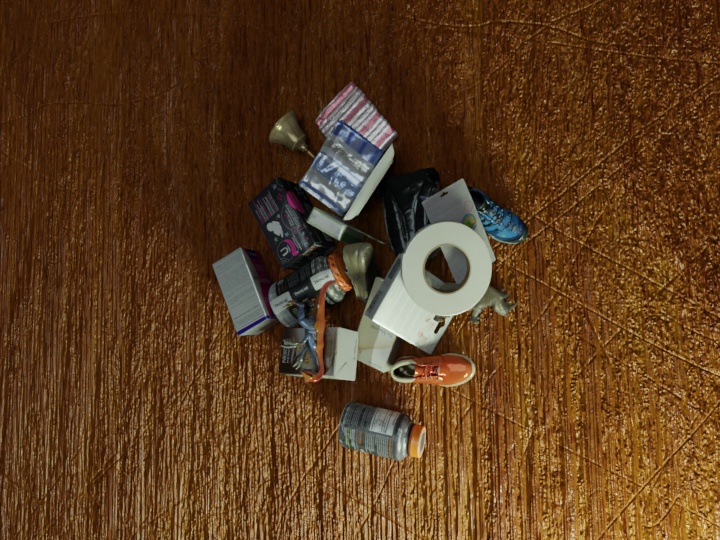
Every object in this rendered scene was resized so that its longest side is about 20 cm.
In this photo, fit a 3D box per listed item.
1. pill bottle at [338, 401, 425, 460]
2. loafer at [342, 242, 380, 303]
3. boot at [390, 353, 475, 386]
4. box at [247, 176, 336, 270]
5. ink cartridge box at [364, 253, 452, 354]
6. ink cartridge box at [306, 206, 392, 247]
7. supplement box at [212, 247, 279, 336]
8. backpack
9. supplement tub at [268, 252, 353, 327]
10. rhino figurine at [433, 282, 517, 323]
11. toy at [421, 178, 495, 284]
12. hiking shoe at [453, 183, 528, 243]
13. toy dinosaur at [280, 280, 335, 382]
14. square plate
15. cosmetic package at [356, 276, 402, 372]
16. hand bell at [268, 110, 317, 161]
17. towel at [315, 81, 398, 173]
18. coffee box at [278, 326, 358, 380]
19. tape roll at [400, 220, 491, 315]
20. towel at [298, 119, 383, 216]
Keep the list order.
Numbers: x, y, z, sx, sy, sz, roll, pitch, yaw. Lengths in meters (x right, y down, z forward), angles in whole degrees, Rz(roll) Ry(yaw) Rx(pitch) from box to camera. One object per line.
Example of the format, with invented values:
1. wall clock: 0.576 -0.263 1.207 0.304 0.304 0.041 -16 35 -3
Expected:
1. pill bottle: 0.054 0.382 1.358 0.195 0.106 0.109 8 89 20
2. loafer: 0.000 0.000 1.371 0.067 0.202 0.076 20 55 21
3. boot: 0.164 0.233 1.329 0.195 0.107 0.077 -5 83 18
4. box: -0.173 -0.113 1.463 0.114 0.132 0.203 -35 75 18
5. ink cartridge box: 0.126 0.080 1.333 0.162 0.198 0.047 -59 31 -1
6. ink cartridge box: -0.017 -0.083 1.396 0.197 0.145 0.049 31 96 19
7. supplement box: -0.294 0.056 1.511 0.102 0.101 0.204 -28 78 15
8. backpack: 0.130 -0.123 1.357 0.163 0.126 0.206 -10 84 31
9. supplement tub: -0.121 0.047 1.438 0.197 0.122 0.125 -30 77 16
10. rhino figurine: 0.263 0.071 1.309 0.194 0.060 0.090 2 105 -3
11. toy: 0.216 -0.087 1.296 0.113 0.047 0.204 -29 100 -14
12. hiking shoe: 0.291 -0.125 1.317 0.198 0.086 0.075 34 97 19
13. toy dinosaur: -0.110 0.150 1.310 0.199 0.105 0.184 -37 70 15
14. square plate: 0.026 -0.206 1.372 0.028 0.198 0.202 33 98 -3
15. cosmetic package: 0.056 0.129 1.394 0.101 0.073 0.205 19 92 20
16. hand bell: -0.134 -0.307 1.502 0.200 0.104 0.104 44 100 4
17. towel: -0.011 -0.365 1.479 0.146 0.030 0.201 -42 76 13
18. coffee box: -0.103 0.201 1.399 0.197 0.079 0.118 -7 72 42
19. tape roll: 0.184 -0.005 1.249 0.197 0.037 0.209 0 98 -1
20. towel: -0.051 -0.256 1.455 0.146 0.024 0.202 36 106 1
